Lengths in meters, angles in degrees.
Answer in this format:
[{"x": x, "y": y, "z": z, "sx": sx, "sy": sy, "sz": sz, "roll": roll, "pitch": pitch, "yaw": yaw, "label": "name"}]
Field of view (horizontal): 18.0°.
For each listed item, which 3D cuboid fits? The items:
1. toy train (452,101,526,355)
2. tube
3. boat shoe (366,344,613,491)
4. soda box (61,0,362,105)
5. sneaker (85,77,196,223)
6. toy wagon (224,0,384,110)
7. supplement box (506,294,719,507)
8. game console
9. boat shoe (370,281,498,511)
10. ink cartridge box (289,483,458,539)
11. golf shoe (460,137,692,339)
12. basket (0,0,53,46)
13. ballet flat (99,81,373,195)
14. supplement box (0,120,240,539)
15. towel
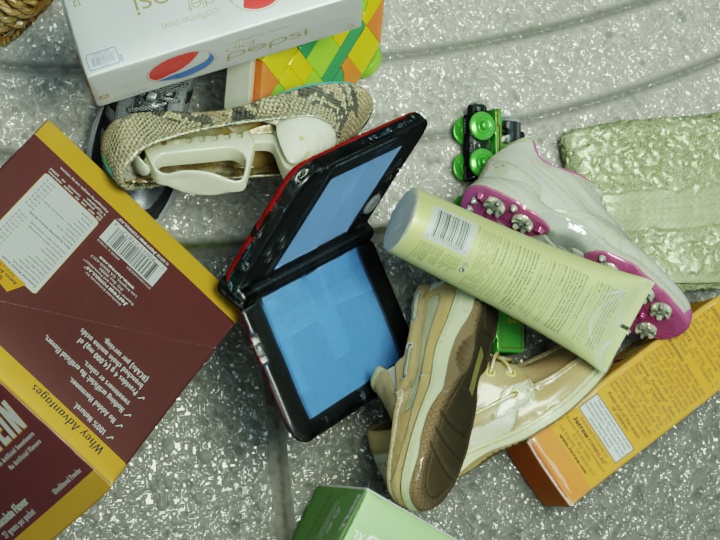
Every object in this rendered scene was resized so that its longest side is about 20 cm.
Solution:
[{"x": 0.102, "y": -0.030, "z": 1.751, "sx": 0.056, "sy": 0.042, "sz": 0.202, "roll": 3, "pitch": 83, "yaw": -24, "label": "toy train"}, {"x": 0.113, "y": 0.004, "z": 1.645, "sx": 0.199, "sy": 0.058, "sz": 0.052, "roll": 24, "pitch": 52, "yaw": -16, "label": "tube"}, {"x": 0.096, "y": 0.098, "z": 1.705, "sx": 0.199, "sy": 0.074, "sz": 0.067, "roll": -32, "pitch": 102, "yaw": -8, "label": "boat shoe"}, {"x": -0.101, "y": -0.178, "z": 1.566, "sx": 0.199, "sy": 0.068, "sz": 0.064, "roll": -17, "pitch": 77, "yaw": -4, "label": "soda box"}, {"x": -0.153, "y": -0.127, "z": 1.650, "sx": 0.075, "sy": 0.114, "sz": 0.201, "roll": 13, "pitch": 80, "yaw": -6, "label": "sneaker"}, {"x": -0.051, "y": -0.145, "z": 1.669, "sx": 0.039, "sy": 0.155, "sz": 0.201, "roll": 22, "pitch": 75, "yaw": 32, "label": "toy wagon"}, {"x": 0.210, "y": 0.100, "z": 1.751, "sx": 0.200, "sy": 0.067, "sz": 0.069, "roll": -37, "pitch": 94, "yaw": -15, "label": "supplement box"}, {"x": 0.000, "y": 0.000, "z": 1.631, "sx": 0.119, "sy": 0.200, "sz": 0.173, "roll": 40, "pitch": 119, "yaw": 12, "label": "game console"}, {"x": 0.043, "y": 0.090, "z": 1.646, "sx": 0.076, "sy": 0.072, "sz": 0.201, "roll": 3, "pitch": 46, "yaw": 20, "label": "boat shoe"}, {"x": 0.023, "y": 0.203, "z": 1.619, "sx": 0.103, "sy": 0.200, "sz": 0.060, "roll": 31, "pitch": 79, "yaw": -10, "label": "ink cartridge box"}, {"x": 0.174, "y": -0.027, "z": 1.714, "sx": 0.199, "sy": 0.075, "sz": 0.092, "roll": 35, "pitch": 52, "yaw": -7, "label": "golf shoe"}, {"x": -0.273, "y": -0.297, "z": 1.666, "sx": 0.200, "sy": 0.149, "sz": 0.143, "roll": 41, "pitch": 43, "yaw": -7, "label": "basket"}, {"x": -0.082, "y": -0.083, "z": 1.593, "sx": 0.198, "sy": 0.076, "sz": 0.068, "roll": -8, "pitch": 130, "yaw": -10, "label": "ballet flat"}, {"x": -0.224, "y": 0.048, "z": 1.562, "sx": 0.197, "sy": 0.133, "sz": 0.200, "roll": 43, "pitch": 44, "yaw": -7, "label": "supplement box"}, {"x": 0.256, "y": -0.053, "z": 1.795, "sx": 0.199, "sy": 0.036, "sz": 0.150, "roll": -5, "pitch": 84, "yaw": -15, "label": "towel"}]
